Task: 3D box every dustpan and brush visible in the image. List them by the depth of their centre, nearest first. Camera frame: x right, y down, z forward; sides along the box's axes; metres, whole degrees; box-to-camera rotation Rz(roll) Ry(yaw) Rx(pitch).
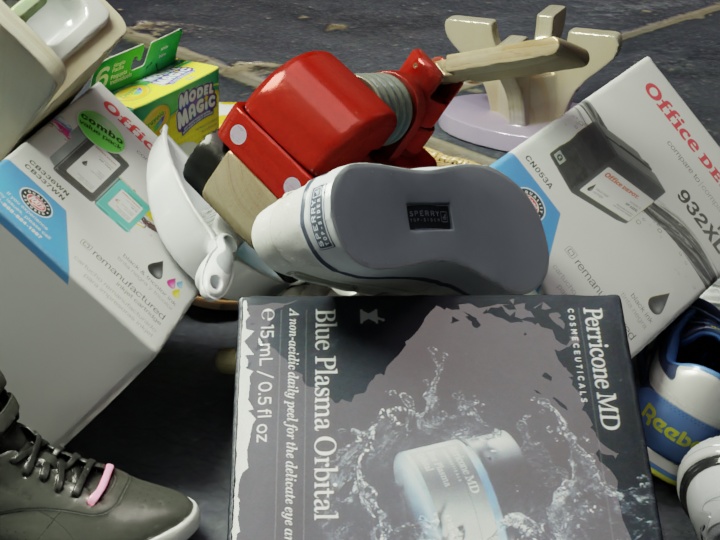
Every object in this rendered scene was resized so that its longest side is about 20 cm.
[{"bbox_3d":[-0.087,-0.019,0.845,0.057,0.140,0.200,-38,16,25],"label":"dustpan and brush"}]

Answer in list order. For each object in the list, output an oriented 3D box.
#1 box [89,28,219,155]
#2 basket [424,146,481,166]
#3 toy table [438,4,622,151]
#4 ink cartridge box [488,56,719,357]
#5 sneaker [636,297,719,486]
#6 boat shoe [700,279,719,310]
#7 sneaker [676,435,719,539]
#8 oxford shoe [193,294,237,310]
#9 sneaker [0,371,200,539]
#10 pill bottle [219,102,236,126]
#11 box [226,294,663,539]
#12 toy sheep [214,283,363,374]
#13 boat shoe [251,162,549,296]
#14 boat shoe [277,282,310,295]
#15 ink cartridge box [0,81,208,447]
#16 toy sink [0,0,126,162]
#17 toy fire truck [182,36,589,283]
[{"bbox_3d":[-0.156,-0.077,1.043,0.048,0.201,0.117,13,29,25],"label":"box"},{"bbox_3d":[0.102,0.004,1.042,0.199,0.150,0.143,19,-2,33],"label":"basket"},{"bbox_3d":[0.178,-0.197,1.394,0.199,0.118,0.184,5,26,12],"label":"toy table"},{"bbox_3d":[0.152,-0.026,0.869,0.200,0.084,0.145,-35,86,-35],"label":"ink cartridge box"},{"bbox_3d":[0.223,0.061,0.884,0.074,0.082,0.200,28,30,4],"label":"sneaker"},{"bbox_3d":[0.245,-0.019,1.079,0.070,0.072,0.201,-18,31,-33],"label":"boat shoe"},{"bbox_3d":[0.276,0.147,0.742,0.199,0.075,0.115,1,26,13],"label":"sneaker"},{"bbox_3d":[-0.057,-0.020,1.080,0.199,0.072,0.071,-18,33,-30],"label":"oxford shoe"},{"bbox_3d":[-0.191,0.110,0.774,0.199,0.100,0.071,5,24,6],"label":"sneaker"},{"bbox_3d":[-0.087,-0.090,1.171,0.199,0.113,0.112,1,26,0],"label":"pill bottle"},{"bbox_3d":[0.036,0.121,0.662,0.199,0.118,0.197,0,51,-2],"label":"box"},{"bbox_3d":[-0.006,0.065,0.845,0.199,0.139,0.138,6,26,22],"label":"toy sheep"},{"bbox_3d":[0.018,-0.012,0.715,0.086,0.075,0.202,-13,-8,38],"label":"boat shoe"},{"bbox_3d":[-0.050,-0.014,1.001,0.062,0.071,0.201,-10,57,-19],"label":"boat shoe"},{"bbox_3d":[-0.196,0.001,0.884,0.147,0.146,0.200,43,26,-10],"label":"ink cartridge box"},{"bbox_3d":[-0.240,-0.150,0.861,0.130,0.200,0.112,43,52,-9],"label":"toy sink"},{"bbox_3d":[0.020,-0.092,0.823,0.129,0.200,0.176,44,24,17],"label":"toy fire truck"}]
